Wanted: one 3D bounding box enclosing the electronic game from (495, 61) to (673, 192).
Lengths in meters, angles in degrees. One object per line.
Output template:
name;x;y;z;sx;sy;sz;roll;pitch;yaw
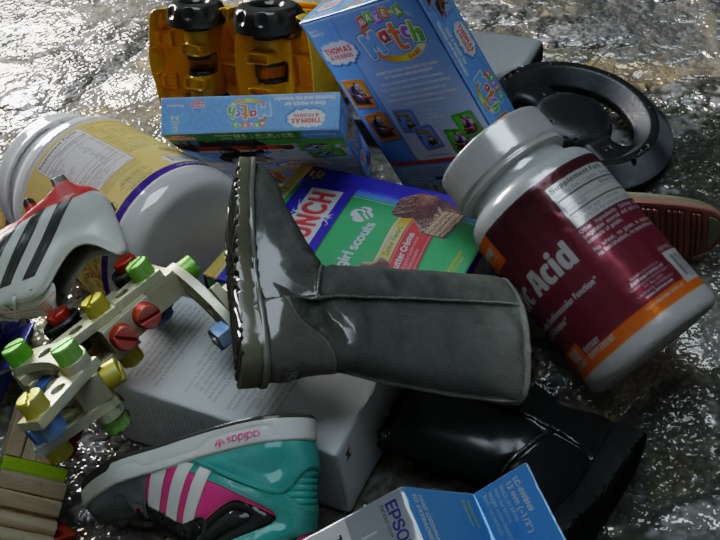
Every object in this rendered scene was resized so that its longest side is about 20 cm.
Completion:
electronic game;0.204;-0.140;1.016;0.199;0.042;0.201;3;46;-3

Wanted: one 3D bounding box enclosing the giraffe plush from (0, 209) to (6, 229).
giraffe plush;-0.454;-0.098;0.992;0.172;0.163;0.200;25;51;32

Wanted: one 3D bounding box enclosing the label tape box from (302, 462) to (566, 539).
label tape box;0.028;0.204;0.581;0.200;0.066;0.144;-31;53;9

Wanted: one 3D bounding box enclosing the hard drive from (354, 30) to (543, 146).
hard drive;0.097;-0.192;1.108;0.139;0.033;0.200;13;45;23

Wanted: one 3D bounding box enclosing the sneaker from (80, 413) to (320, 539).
sneaker;-0.104;0.176;0.693;0.199;0.083;0.121;-22;68;31

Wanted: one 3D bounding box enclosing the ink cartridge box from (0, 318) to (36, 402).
ink cartridge box;-0.361;0.072;0.853;0.199;0.077;0.137;1;42;8

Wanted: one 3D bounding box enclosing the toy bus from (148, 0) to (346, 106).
toy bus;-0.101;-0.240;1.133;0.199;0.136;0.192;10;31;24

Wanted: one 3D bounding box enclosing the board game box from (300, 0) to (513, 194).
board game box;0.053;-0.151;0.903;0.151;0.200;0.037;1;44;51

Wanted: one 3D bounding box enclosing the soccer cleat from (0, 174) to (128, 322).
soccer cleat;-0.266;0.013;0.786;0.200;0.069;0.085;-36;77;-5

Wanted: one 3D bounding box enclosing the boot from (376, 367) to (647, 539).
boot;0.085;0.136;0.709;0.162;0.074;0.198;22;42;27

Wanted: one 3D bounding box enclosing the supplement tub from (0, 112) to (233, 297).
supplement tub;-0.209;-0.050;0.911;0.200;0.146;0.145;27;52;34

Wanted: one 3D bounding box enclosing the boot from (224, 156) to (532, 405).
boot;0.010;0.007;0.712;0.199;0.073;0.183;-2;67;-13

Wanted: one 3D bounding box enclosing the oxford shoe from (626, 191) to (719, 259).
oxford shoe;0.210;-0.051;0.903;0.199;0.071;0.074;3;40;12

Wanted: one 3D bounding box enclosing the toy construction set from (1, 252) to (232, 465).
toy construction set;-0.157;0.048;0.726;0.199;0.093;0.131;-26;20;-28

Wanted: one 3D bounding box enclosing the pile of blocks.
pile of blocks;-0.231;0.178;0.731;0.062;0.082;0.201;18;46;-18

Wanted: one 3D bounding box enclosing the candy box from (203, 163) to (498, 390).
candy box;0.000;0.000;0.873;0.199;0.077;0.169;14;45;24

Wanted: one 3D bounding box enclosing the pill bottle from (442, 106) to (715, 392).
pill bottle;0.158;-0.019;0.786;0.114;0.114;0.200;-30;72;-23

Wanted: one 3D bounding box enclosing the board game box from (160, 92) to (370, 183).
board game box;-0.077;-0.115;0.944;0.150;0.200;0.037;-1;84;8

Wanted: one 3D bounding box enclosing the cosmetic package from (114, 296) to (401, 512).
cosmetic package;-0.079;0.094;0.782;0.199;0.071;0.102;13;46;24
